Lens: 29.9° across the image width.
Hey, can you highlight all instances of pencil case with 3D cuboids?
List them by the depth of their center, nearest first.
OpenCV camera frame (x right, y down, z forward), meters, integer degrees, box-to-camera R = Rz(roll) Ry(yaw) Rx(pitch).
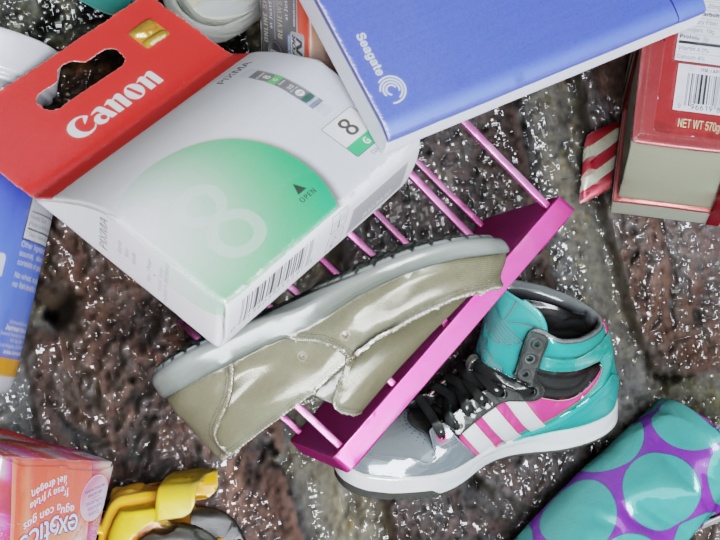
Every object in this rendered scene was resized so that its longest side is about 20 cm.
[{"bbox_3d":[0.166,0.174,0.877,0.200,0.085,0.092,-41,68,-11],"label":"pencil case"}]

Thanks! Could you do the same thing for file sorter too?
[{"bbox_3d":[0.000,0.000,0.818,0.125,0.139,0.200,43,79,-7],"label":"file sorter"}]

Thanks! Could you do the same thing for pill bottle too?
[{"bbox_3d":[-0.234,-0.037,0.775,0.111,0.112,0.202,12,85,-13],"label":"pill bottle"}]

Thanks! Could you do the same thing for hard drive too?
[{"bbox_3d":[0.072,-0.158,0.736,0.199,0.025,0.133,-23,74,-16],"label":"hard drive"}]

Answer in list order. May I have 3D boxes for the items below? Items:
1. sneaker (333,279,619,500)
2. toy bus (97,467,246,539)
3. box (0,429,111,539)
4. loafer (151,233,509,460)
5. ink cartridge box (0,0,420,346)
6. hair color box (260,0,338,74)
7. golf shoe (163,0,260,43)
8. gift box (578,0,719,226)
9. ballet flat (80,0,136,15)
[{"bbox_3d":[0.076,0.065,0.839,0.199,0.084,0.122,-14,123,-20],"label":"sneaker"},{"bbox_3d":[-0.160,0.220,0.784,0.190,0.136,0.202,-2,86,2],"label":"toy bus"},{"bbox_3d":[-0.247,0.127,0.716,0.199,0.095,0.103,11,86,26],"label":"box"},{"bbox_3d":[-0.008,0.039,0.713,0.199,0.075,0.070,-24,93,-1],"label":"loafer"},{"bbox_3d":[-0.093,-0.073,0.715,0.200,0.050,0.161,38,55,13],"label":"ink cartridge box"},{"bbox_3d":[0.037,-0.177,0.828,0.199,0.064,0.112,-14,116,-30],"label":"hair color box"},{"bbox_3d":[-0.038,-0.223,0.843,0.075,0.091,0.200,44,77,-6],"label":"golf shoe"},{"bbox_3d":[0.238,-0.107,0.841,0.183,0.187,0.201,12,82,10],"label":"gift box"},{"bbox_3d":[-0.204,-0.236,0.818,0.199,0.076,0.064,36,46,-15],"label":"ballet flat"}]
